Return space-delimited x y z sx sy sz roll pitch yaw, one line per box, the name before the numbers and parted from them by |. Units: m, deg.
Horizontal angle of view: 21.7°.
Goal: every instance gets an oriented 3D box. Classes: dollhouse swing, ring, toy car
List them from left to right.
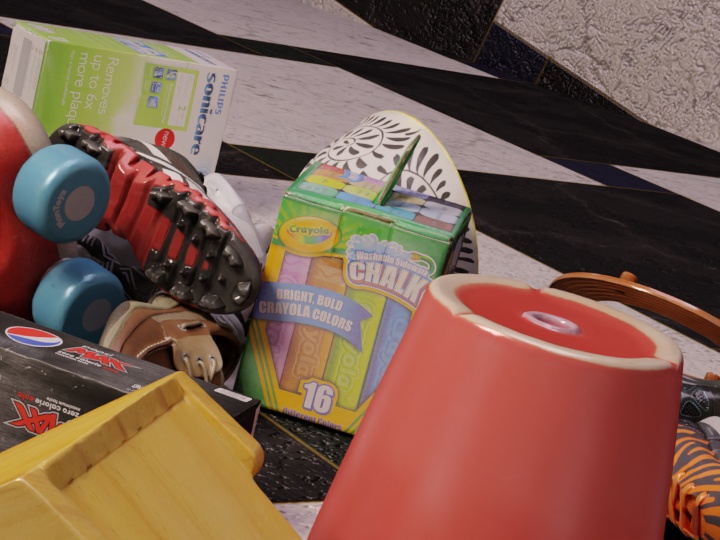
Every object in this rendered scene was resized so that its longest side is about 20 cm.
toy car | -0.293 -0.013 1.244 0.200 0.177 0.184 -32 47 -33
dollhouse swing | -0.118 0.163 0.877 0.182 0.176 0.200 -25 4 16
ring | 0.239 0.051 1.451 0.200 0.019 0.200 26 -16 8

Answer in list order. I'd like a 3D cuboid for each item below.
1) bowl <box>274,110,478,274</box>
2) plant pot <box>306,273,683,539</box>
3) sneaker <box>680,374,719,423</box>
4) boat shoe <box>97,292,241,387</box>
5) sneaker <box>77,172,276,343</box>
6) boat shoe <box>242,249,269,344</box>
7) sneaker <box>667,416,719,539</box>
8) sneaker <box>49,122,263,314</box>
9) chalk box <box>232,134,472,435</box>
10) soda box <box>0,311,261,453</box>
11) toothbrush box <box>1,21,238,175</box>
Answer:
bowl | -0.005 -0.018 1.437 0.094 0.201 0.201 -11 26 -32
plant pot | 0.082 0.107 1.015 0.200 0.178 0.200 14 13 -3
sneaker | 0.243 0.116 1.431 0.200 0.073 0.082 22 44 13
boat shoe | -0.123 0.060 1.213 0.074 0.076 0.200 19 14 7
sneaker | -0.153 -0.020 1.391 0.200 0.115 0.075 23 -29 17
boat shoe | -0.089 0.007 1.479 0.074 0.066 0.199 17 14 6
sneaker | 0.202 0.152 1.216 0.112 0.078 0.200 2 14 -8
sneaker | -0.129 -0.037 1.297 0.200 0.071 0.098 35 18 29
chalk box | 0.000 0.000 1.311 0.124 0.200 0.124 16 13 6
soda box | -0.163 0.081 1.081 0.200 0.071 0.063 18 15 15
toothbrush box | -0.233 -0.142 1.763 0.200 0.146 0.086 6 15 -36
